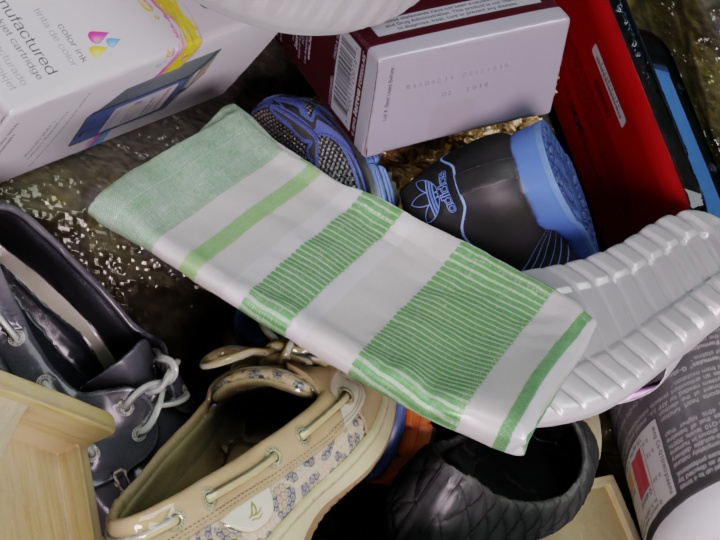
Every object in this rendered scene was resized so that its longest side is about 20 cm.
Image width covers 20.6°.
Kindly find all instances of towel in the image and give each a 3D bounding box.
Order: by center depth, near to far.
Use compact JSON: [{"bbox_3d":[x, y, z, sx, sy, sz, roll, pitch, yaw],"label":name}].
[{"bbox_3d":[0.000,0.000,0.845,0.199,0.023,0.153,31,25,6],"label":"towel"}]

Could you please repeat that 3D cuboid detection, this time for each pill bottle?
[{"bbox_3d":[0.189,0.101,0.981,0.116,0.116,0.201,20,41,-28],"label":"pill bottle"}]

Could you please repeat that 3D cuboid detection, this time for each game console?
[{"bbox_3d":[0.177,-0.085,1.124,0.118,0.173,0.201,-12,67,-15],"label":"game console"}]

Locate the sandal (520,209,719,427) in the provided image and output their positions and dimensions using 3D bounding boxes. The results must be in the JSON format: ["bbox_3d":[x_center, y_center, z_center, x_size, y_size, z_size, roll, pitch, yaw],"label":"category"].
[{"bbox_3d":[0.113,0.033,0.942,0.202,0.050,0.083,-20,57,-29],"label":"sandal"}]

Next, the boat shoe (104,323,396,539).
[{"bbox_3d":[-0.040,0.067,0.789,0.063,0.073,0.200,66,27,-22],"label":"boat shoe"}]

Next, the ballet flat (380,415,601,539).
[{"bbox_3d":[0.072,0.090,0.910,0.066,0.057,0.200,40,27,12],"label":"ballet flat"}]

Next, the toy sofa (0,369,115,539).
[{"bbox_3d":[-0.137,0.148,0.739,0.083,0.097,0.201,29,41,-56],"label":"toy sofa"}]

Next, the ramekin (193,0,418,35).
[{"bbox_3d":[-0.030,-0.197,0.884,0.199,0.105,0.201,15,44,-15],"label":"ramekin"}]

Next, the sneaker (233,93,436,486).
[{"bbox_3d":[-0.023,0.004,0.926,0.078,0.075,0.201,2,59,-35],"label":"sneaker"}]

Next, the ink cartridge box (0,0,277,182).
[{"bbox_3d":[-0.147,-0.133,0.905,0.200,0.087,0.146,-28,80,-49],"label":"ink cartridge box"}]

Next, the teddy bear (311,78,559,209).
[{"bbox_3d":[0.037,-0.103,1.052,0.199,0.067,0.146,-18,72,-45],"label":"teddy bear"}]

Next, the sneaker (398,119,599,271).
[{"bbox_3d":[0.075,-0.022,0.999,0.200,0.077,0.071,46,28,-68],"label":"sneaker"}]

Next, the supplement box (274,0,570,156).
[{"bbox_3d":[0.006,-0.148,0.989,0.108,0.061,0.200,-14,47,-23],"label":"supplement box"}]

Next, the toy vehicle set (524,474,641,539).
[{"bbox_3d":[0.110,0.200,0.933,0.124,0.026,0.201,-4,65,-41],"label":"toy vehicle set"}]

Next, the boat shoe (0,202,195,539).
[{"bbox_3d":[-0.107,0.054,0.827,0.200,0.063,0.073,47,40,-6],"label":"boat shoe"}]
